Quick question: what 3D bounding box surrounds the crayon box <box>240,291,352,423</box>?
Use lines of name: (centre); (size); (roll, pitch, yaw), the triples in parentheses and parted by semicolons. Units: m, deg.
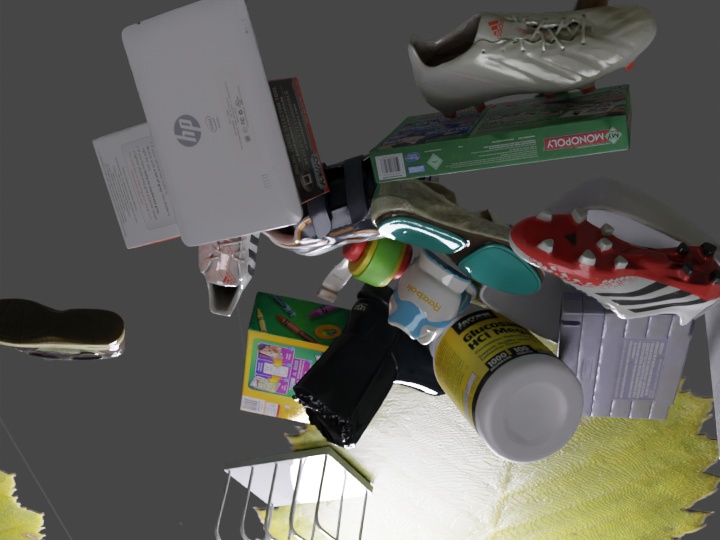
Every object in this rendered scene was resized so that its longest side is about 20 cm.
crayon box: (-0.083, 0.115, 1.171); (0.118, 0.059, 0.201); (11, 142, -3)

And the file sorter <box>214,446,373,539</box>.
file sorter: (-0.104, 0.372, 1.452); (0.199, 0.125, 0.139); (-15, 137, 28)

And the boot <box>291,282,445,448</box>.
boot: (0.018, 0.134, 1.075); (0.076, 0.169, 0.200); (11, 149, 45)

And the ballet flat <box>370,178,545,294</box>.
ballet flat: (0.095, -0.038, 0.841); (0.199, 0.063, 0.067); (24, 146, -33)

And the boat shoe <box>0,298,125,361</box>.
boat shoe: (-0.397, 0.084, 1.191); (0.199, 0.072, 0.066); (4, 138, 0)

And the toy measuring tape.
toy measuring tape: (0.000, 0.000, 0.997); (0.073, 0.074, 0.200); (23, 140, -17)

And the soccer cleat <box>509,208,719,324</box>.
soccer cleat: (0.221, 0.003, 0.825); (0.198, 0.069, 0.085); (10, 138, -9)

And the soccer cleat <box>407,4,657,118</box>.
soccer cleat: (0.131, -0.177, 0.746); (0.199, 0.070, 0.078); (-11, 135, 29)

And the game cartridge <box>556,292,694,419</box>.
game cartridge: (0.267, 0.091, 0.967); (0.129, 0.039, 0.201); (-2, 142, 7)

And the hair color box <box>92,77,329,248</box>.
hair color box: (-0.140, -0.097, 0.869); (0.199, 0.064, 0.112); (-11, 100, 27)

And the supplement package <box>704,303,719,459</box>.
supplement package: (0.407, 0.071, 0.890); (0.119, 0.201, 0.122); (6, 143, 6)

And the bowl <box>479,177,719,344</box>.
bowl: (0.242, -0.006, 0.932); (0.199, 0.075, 0.200); (26, 140, -19)

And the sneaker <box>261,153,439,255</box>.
sneaker: (-0.020, -0.065, 0.898); (0.199, 0.079, 0.079); (-25, 153, 38)

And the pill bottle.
pill bottle: (0.143, 0.107, 0.991); (0.112, 0.200, 0.113); (-5, 109, -14)

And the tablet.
tablet: (-0.130, -0.127, 0.814); (0.129, 0.014, 0.201); (-10, 100, 25)

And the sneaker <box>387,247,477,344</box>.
sneaker: (0.068, 0.027, 0.949); (0.076, 0.081, 0.200); (36, -177, 11)

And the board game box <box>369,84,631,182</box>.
board game box: (0.120, -0.115, 0.775); (0.199, 0.135, 0.029); (-6, 108, 19)

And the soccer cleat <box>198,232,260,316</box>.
soccer cleat: (-0.136, -0.032, 0.972); (0.068, 0.086, 0.201); (11, 142, -2)
